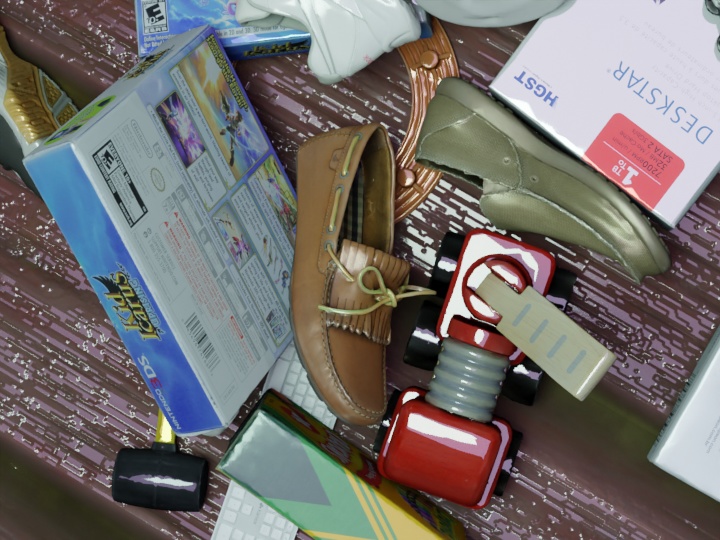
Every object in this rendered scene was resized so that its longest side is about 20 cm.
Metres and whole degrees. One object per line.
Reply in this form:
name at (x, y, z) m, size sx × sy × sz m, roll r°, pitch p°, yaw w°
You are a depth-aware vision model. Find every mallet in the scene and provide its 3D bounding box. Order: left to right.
mallet at (-0.140, 0.067, 1.241) m, size 0.066 × 0.041 × 0.201 m, roll -1°, pitch 86°, yaw 3°

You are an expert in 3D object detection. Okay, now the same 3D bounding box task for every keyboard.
keyboard at (-0.053, 0.124, 1.243) m, size 0.056 × 0.011 × 0.201 m, roll 20°, pitch 92°, yaw 5°

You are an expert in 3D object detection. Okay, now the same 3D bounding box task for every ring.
ring at (-0.029, -0.118, 1.235) m, size 0.199 × 0.019 × 0.202 m, roll 0°, pitch 90°, yaw 6°

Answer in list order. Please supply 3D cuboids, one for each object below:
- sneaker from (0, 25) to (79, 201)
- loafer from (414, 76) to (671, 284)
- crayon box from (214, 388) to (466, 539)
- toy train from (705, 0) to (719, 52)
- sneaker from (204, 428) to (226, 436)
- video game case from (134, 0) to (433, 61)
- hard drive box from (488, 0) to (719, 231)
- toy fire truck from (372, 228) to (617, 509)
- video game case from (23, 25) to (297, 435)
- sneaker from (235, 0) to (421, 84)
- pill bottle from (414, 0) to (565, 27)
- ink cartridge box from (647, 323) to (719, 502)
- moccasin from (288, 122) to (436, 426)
sneaker at (-0.263, -0.112, 1.242) m, size 0.088 × 0.076 × 0.200 m, roll -40°, pitch 84°, yaw 21°
loafer at (0.117, -0.049, 1.182) m, size 0.200 × 0.076 × 0.068 m, roll 39°, pitch 93°, yaw 21°
crayon box at (0.003, 0.159, 1.174) m, size 0.200 × 0.127 × 0.051 m, roll 36°, pitch 92°, yaw -2°
toy train at (0.243, -0.165, 1.122) m, size 0.046 × 0.034 × 0.201 m, roll -16°, pitch 89°, yaw 2°
sneaker at (-0.119, 0.011, 1.197) m, size 0.082 × 0.077 × 0.201 m, roll -26°, pitch 96°, yaw -28°
video game case at (-0.058, -0.240, 1.212) m, size 0.199 × 0.045 × 0.182 m, roll -6°, pitch 82°, yaw 7°
hard drive box at (0.206, -0.151, 1.182) m, size 0.156 × 0.077 × 0.200 m, roll 37°, pitch 94°, yaw 5°
toy fire truck at (0.085, 0.068, 1.133) m, size 0.128 × 0.200 × 0.177 m, roll 19°, pitch 92°, yaw 6°
video game case at (-0.106, -0.028, 1.132) m, size 0.045 × 0.181 × 0.201 m, roll -14°, pitch 112°, yaw 32°
sneaker at (-0.052, -0.207, 1.148) m, size 0.099 × 0.078 × 0.200 m, roll -36°, pitch 80°, yaw 6°
pill bottle at (0.084, -0.269, 1.154) m, size 0.110 × 0.111 × 0.201 m, roll -1°, pitch 67°, yaw 6°
ink cartridge box at (0.324, 0.090, 1.188) m, size 0.199 × 0.043 × 0.197 m, roll 30°, pitch 93°, yaw 2°
moccasin at (0.001, 0.001, 1.157) m, size 0.077 × 0.074 × 0.202 m, roll -17°, pitch 59°, yaw 35°
